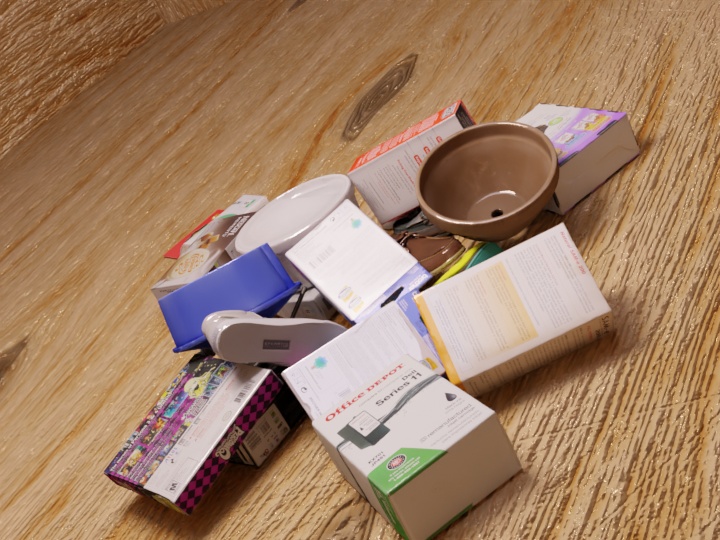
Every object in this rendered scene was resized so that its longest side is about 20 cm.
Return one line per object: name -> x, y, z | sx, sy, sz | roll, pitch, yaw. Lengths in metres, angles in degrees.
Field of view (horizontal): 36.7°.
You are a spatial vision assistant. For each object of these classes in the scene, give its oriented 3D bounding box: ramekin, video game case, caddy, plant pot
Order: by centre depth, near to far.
video game case -> -0.211, 0.199, 1.363 | 0.180, 0.036, 0.201 | 4, 51, 49
caddy -> -0.177, 0.046, 1.481 | 0.199, 0.106, 0.141 | -28, 4, 7
plant pot -> 0.181, -0.107, 1.501 | 0.199, 0.093, 0.202 | -13, 46, 13
ramekin -> -0.081, -0.052, 1.639 | 0.201, 0.095, 0.203 | -26, 23, 12

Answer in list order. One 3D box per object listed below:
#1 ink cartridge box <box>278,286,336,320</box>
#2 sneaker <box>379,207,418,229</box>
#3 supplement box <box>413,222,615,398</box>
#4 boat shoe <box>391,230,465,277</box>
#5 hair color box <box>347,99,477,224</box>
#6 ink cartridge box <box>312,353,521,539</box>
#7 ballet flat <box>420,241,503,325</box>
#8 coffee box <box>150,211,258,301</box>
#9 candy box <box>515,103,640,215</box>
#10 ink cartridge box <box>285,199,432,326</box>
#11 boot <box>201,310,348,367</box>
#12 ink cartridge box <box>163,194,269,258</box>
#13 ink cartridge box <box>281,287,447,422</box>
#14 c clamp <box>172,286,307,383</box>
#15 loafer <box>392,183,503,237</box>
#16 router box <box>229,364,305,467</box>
ink cartridge box -> -0.081, 0.018, 1.681 | 0.199, 0.047, 0.160 | -8, 33, 47
sneaker -> 0.104, -0.148, 1.722 | 0.199, 0.105, 0.076 | -21, 24, 12
supplement box -> 0.178, 0.050, 1.261 | 0.199, 0.074, 0.127 | -25, 62, 5
boat shoe -> 0.064, -0.018, 1.518 | 0.072, 0.068, 0.199 | -41, 15, -34
hair color box -> 0.090, -0.160, 1.631 | 0.199, 0.102, 0.061 | -25, 20, 29
ink cartridge box -> 0.055, 0.188, 1.178 | 0.146, 0.083, 0.200 | -35, 26, -14
ballet flat -> 0.121, 0.035, 1.434 | 0.200, 0.067, 0.067 | -44, 9, -35
coffee box -> -0.244, -0.005, 1.830 | 0.114, 0.080, 0.200 | -6, 33, 37
candy box -> 0.285, -0.172, 1.625 | 0.167, 0.072, 0.200 | -37, 28, -18
ink cartridge box -> 0.000, 0.000, 1.465 | 0.119, 0.042, 0.200 | -41, 49, -8
boot -> -0.102, 0.083, 1.383 | 0.198, 0.074, 0.096 | 10, 9, -24
ink cartridge box -> -0.278, -0.083, 2.045 | 0.199, 0.050, 0.161 | 9, 44, 49
ink cartridge box -> 0.018, 0.121, 1.323 | 0.199, 0.042, 0.120 | -33, 63, -7
c clamp -> -0.171, 0.110, 1.510 | 0.199, 0.027, 0.171 | -21, 28, 26
loafer -> 0.131, -0.091, 1.637 | 0.199, 0.063, 0.072 | -10, 31, 33
router box -> -0.131, 0.167, 1.436 | 0.148, 0.051, 0.200 | -2, 36, 46
